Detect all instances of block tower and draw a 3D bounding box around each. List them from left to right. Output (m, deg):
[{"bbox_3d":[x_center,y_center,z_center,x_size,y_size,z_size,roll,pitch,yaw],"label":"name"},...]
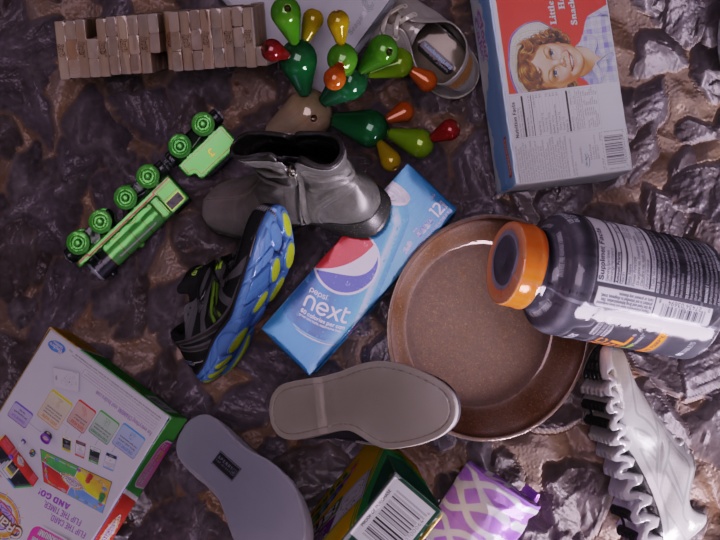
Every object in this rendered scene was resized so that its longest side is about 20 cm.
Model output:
[{"bbox_3d":[-0.177,-0.212,1.085,0.196,0.054,0.059,-1,105,9],"label":"block tower"}]

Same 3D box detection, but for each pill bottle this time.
[{"bbox_3d":[0.210,0.010,1.024,0.197,0.106,0.108,11,88,-19],"label":"pill bottle"}]

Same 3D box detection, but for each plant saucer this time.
[{"bbox_3d":[0.113,0.051,1.070,0.197,0.037,0.204,-1,93,-17],"label":"plant saucer"}]

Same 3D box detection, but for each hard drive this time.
[{"bbox_3d":[-0.069,-0.276,1.081,0.200,0.026,0.132,46,125,5],"label":"hard drive"}]

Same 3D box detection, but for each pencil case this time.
[{"bbox_3d":[0.084,0.273,1.063,0.085,0.084,0.202,31,91,-32],"label":"pencil case"}]

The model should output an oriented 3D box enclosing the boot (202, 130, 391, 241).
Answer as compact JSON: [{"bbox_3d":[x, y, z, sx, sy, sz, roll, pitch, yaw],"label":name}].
[{"bbox_3d":[-0.078,-0.083,1.029,0.197,0.131,0.069,0,65,29],"label":"boot"}]

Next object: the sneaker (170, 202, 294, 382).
[{"bbox_3d":[-0.121,0.016,1.048,0.083,0.071,0.201,41,129,11],"label":"sneaker"}]

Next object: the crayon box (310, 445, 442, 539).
[{"bbox_3d":[-0.022,0.248,1.019,0.058,0.173,0.201,39,89,-6],"label":"crayon box"}]

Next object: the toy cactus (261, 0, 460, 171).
[{"bbox_3d":[-0.022,-0.150,1.056,0.199,0.164,0.104,31,47,-31],"label":"toy cactus"}]

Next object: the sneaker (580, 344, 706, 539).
[{"bbox_3d":[0.255,0.158,1.069,0.080,0.075,0.203,-17,97,-7],"label":"sneaker"}]

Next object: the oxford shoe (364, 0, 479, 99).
[{"bbox_3d":[0.028,-0.233,1.095,0.199,0.058,0.076,37,91,4],"label":"oxford shoe"}]

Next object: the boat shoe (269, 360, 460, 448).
[{"bbox_3d":[0.011,0.118,1.036,0.198,0.062,0.074,-7,82,37],"label":"boat shoe"}]

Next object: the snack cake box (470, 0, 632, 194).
[{"bbox_3d":[0.170,-0.178,1.073,0.113,0.067,0.204,-7,88,-8],"label":"snack cake box"}]

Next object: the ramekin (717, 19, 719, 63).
[{"bbox_3d":[0.420,-0.215,1.060,0.197,0.098,0.204,0,88,2],"label":"ramekin"}]

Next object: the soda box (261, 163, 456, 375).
[{"bbox_3d":[0.000,0.000,1.081,0.064,0.068,0.200,41,90,4],"label":"soda box"}]

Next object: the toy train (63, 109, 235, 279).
[{"bbox_3d":[-0.194,-0.069,1.107,0.200,0.042,0.056,-44,98,0],"label":"toy train"}]

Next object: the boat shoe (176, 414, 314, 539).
[{"bbox_3d":[-0.093,0.194,1.028,0.069,0.057,0.200,-46,43,-5],"label":"boat shoe"}]

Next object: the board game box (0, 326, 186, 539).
[{"bbox_3d":[-0.274,0.178,1.081,0.152,0.040,0.202,33,89,17],"label":"board game box"}]
